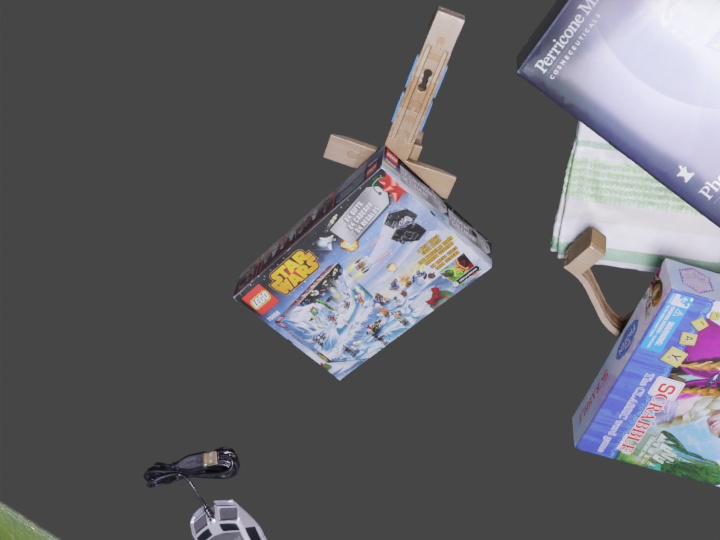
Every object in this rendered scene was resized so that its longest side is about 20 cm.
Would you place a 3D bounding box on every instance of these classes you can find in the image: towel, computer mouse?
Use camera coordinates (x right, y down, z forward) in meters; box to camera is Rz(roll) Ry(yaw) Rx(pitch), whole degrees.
[{"bbox_3d":[0.245,-0.095,0.783,0.147,0.031,0.203,9,115,6],"label":"towel"},{"bbox_3d":[-0.147,0.284,1.045,0.108,0.044,0.202,-21,104,16],"label":"computer mouse"}]

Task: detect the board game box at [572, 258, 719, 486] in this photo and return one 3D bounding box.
[{"bbox_3d":[0.311,0.101,0.817,0.197,0.041,0.202,14,129,-4],"label":"board game box"}]

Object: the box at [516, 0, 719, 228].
[{"bbox_3d":[0.243,-0.167,0.671,0.197,0.123,0.201,36,109,-1],"label":"box"}]

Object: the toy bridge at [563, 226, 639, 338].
[{"bbox_3d":[0.253,0.039,0.825,0.199,0.027,0.067,31,133,-16],"label":"toy bridge"}]

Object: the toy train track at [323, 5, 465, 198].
[{"bbox_3d":[0.040,-0.129,0.799,0.113,0.033,0.201,18,127,-7],"label":"toy train track"}]

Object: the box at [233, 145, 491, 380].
[{"bbox_3d":[0.000,0.000,0.854,0.137,0.040,0.199,39,122,-21],"label":"box"}]
